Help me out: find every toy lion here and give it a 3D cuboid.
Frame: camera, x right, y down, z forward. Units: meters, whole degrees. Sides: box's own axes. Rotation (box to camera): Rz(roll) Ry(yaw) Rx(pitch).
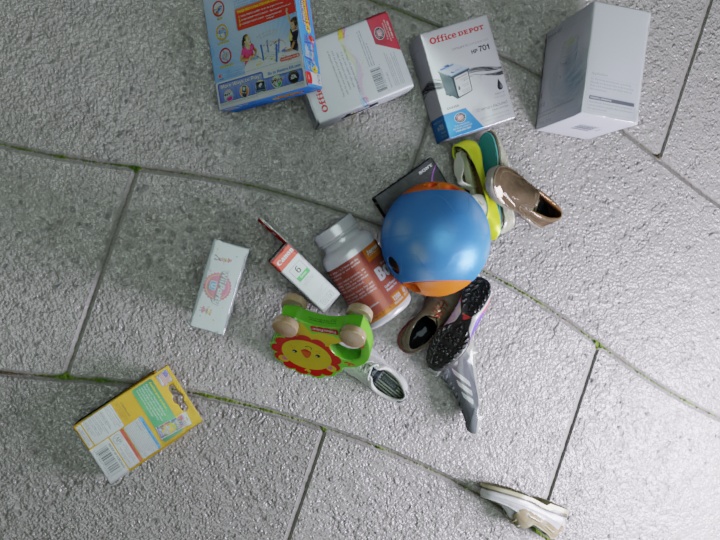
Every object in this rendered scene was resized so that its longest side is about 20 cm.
[{"bbox_3d":[-0.071,0.134,1.318,0.196,0.194,0.069,7,49,14],"label":"toy lion"}]

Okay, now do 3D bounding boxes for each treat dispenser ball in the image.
[{"bbox_3d":[0.134,-0.056,1.304,0.196,0.201,0.206,0,92,-10],"label":"treat dispenser ball"}]

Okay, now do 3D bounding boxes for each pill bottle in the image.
[{"bbox_3d":[0.000,0.000,1.362,0.111,0.112,0.202,-34,97,-7],"label":"pill bottle"}]

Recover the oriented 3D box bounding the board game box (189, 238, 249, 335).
[{"bbox_3d":[-0.244,0.024,1.276,0.063,0.200,0.151,17,89,-10],"label":"board game box"}]

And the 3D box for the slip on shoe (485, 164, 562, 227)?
[{"bbox_3d":[0.315,-0.141,1.395,0.199,0.060,0.077,34,69,-37],"label":"slip on shoe"}]

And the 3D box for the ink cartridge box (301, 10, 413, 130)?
[{"bbox_3d":[-0.021,-0.372,1.362,0.197,0.083,0.148,-23,95,-8],"label":"ink cartridge box"}]

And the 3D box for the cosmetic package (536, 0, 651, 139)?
[{"bbox_3d":[0.435,-0.372,1.382,0.120,0.199,0.205,8,90,-10],"label":"cosmetic package"}]

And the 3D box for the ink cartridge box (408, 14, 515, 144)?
[{"bbox_3d":[0.194,-0.365,1.400,0.144,0.086,0.204,-19,96,-9],"label":"ink cartridge box"}]

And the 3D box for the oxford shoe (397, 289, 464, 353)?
[{"bbox_3d":[0.151,0.082,1.409,0.070,0.075,0.202,36,85,-6],"label":"oxford shoe"}]

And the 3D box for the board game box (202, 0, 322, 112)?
[{"bbox_3d":[-0.176,-0.403,1.295,0.196,0.056,0.201,-6,93,28],"label":"board game box"}]

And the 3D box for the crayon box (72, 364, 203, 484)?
[{"bbox_3d":[-0.402,0.276,1.331,0.198,0.052,0.127,-33,97,-7],"label":"crayon box"}]

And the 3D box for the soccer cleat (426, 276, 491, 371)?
[{"bbox_3d":[0.192,0.110,1.393,0.067,0.073,0.202,26,75,20],"label":"soccer cleat"}]

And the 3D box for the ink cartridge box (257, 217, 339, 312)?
[{"bbox_3d":[-0.129,-0.010,1.341,0.200,0.109,0.050,43,85,-8],"label":"ink cartridge box"}]

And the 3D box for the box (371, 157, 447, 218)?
[{"bbox_3d":[0.132,-0.097,1.421,0.142,0.036,0.202,-35,96,-7],"label":"box"}]

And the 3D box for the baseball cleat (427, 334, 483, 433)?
[{"bbox_3d":[0.186,0.220,1.431,0.104,0.070,0.205,-4,83,-4],"label":"baseball cleat"}]

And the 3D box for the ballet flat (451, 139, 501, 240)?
[{"bbox_3d":[0.216,-0.155,1.405,0.066,0.066,0.204,-4,78,-44],"label":"ballet flat"}]

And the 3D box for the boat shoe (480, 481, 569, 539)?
[{"bbox_3d":[0.323,0.480,1.452,0.197,0.075,0.070,22,82,-11],"label":"boat shoe"}]

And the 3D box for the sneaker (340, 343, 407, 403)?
[{"bbox_3d":[0.014,0.181,1.390,0.198,0.071,0.074,34,86,-8],"label":"sneaker"}]

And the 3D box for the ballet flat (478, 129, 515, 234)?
[{"bbox_3d":[0.271,-0.175,1.439,0.061,0.067,0.205,-9,98,-37],"label":"ballet flat"}]
